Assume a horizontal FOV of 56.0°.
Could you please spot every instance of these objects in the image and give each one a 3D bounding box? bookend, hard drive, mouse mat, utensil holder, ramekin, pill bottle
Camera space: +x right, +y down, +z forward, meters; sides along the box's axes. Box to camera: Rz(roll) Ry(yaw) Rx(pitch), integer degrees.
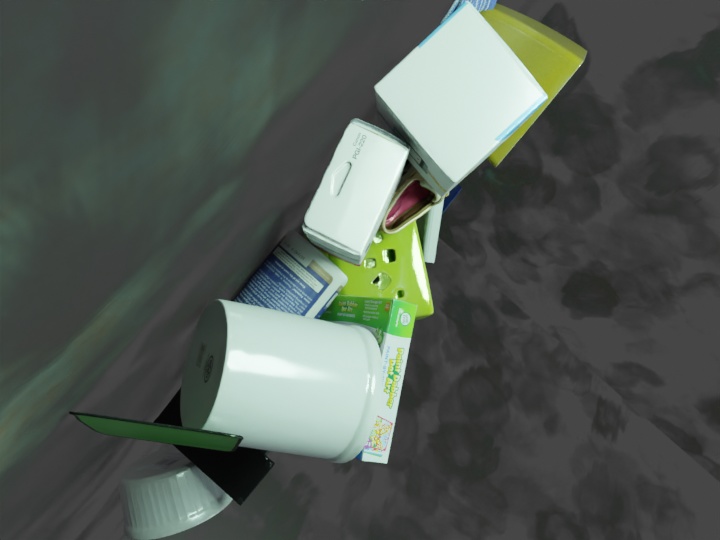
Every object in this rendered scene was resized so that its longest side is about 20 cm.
[{"bbox_3d":[-0.230,0.275,1.188,0.092,0.199,0.199,-49,178,6],"label":"bookend"},{"bbox_3d":[0.114,-0.126,1.110,0.132,0.026,0.204,-110,-154,-77],"label":"hard drive"},{"bbox_3d":[-0.203,0.168,0.697,0.200,0.158,0.008,125,-26,-66],"label":"mouse mat"},{"bbox_3d":[-0.097,0.134,0.817,0.169,0.197,0.173,-34,-132,50],"label":"utensil holder"},{"bbox_3d":[-0.328,0.378,1.197,0.197,0.100,0.200,-14,-176,1],"label":"ramekin"},{"bbox_3d":[-0.118,0.053,0.941,0.201,0.111,0.111,-51,178,-3],"label":"pill bottle"}]

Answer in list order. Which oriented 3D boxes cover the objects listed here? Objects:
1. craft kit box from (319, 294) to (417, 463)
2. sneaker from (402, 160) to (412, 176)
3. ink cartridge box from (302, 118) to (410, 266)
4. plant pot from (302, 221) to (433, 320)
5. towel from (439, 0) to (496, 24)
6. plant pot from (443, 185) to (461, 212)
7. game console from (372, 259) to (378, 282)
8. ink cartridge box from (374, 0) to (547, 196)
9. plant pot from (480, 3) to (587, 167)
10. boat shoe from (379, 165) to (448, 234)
[{"bbox_3d":[-0.011,0.135,0.911,0.199,0.048,0.202,1,-100,61],"label":"craft kit box"},{"bbox_3d":[0.066,-0.187,1.066,0.201,0.073,0.090,100,8,-69],"label":"sneaker"},{"bbox_3d":[-0.006,-0.091,0.876,0.200,0.084,0.148,72,42,-86],"label":"ink cartridge box"},{"bbox_3d":[0.000,0.000,1.128,0.178,0.203,0.200,-12,174,-7],"label":"plant pot"},{"bbox_3d":[0.177,-0.387,0.874,0.145,0.024,0.200,-54,177,38],"label":"towel"},{"bbox_3d":[0.358,-0.364,3.327,0.201,0.179,0.200,-50,179,-9],"label":"plant pot"},{"bbox_3d":[-0.050,0.017,1.339,0.114,0.202,0.178,-11,-140,21],"label":"game console"},{"bbox_3d":[0.116,-0.202,0.854,0.146,0.147,0.200,-41,179,3],"label":"ink cartridge box"},{"bbox_3d":[0.230,-0.320,1.100,0.201,0.176,0.200,-51,179,29],"label":"plant pot"},{"bbox_3d":[0.099,-0.124,0.997,0.200,0.074,0.069,-42,-147,7],"label":"boat shoe"}]
